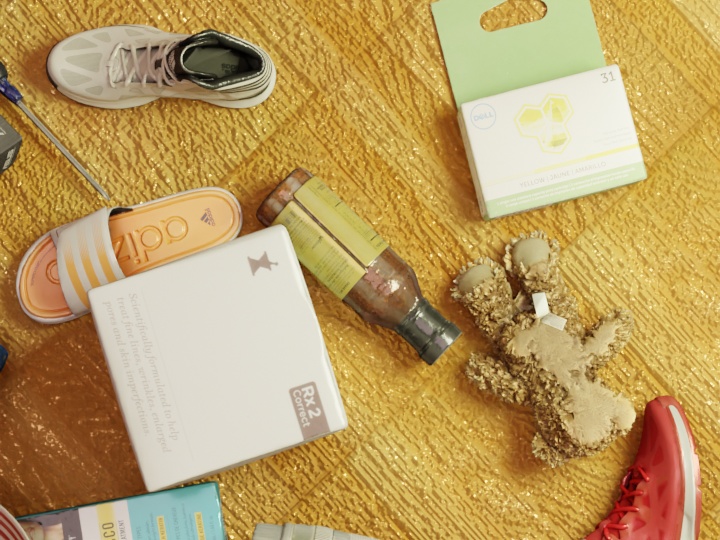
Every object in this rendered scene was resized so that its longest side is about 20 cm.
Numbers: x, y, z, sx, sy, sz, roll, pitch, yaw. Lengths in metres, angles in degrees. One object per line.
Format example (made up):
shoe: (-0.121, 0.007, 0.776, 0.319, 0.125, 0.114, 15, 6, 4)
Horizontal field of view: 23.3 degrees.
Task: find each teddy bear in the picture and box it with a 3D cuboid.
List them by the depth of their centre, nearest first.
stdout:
teddy bear: (0.158, 0.066, 1.490, 0.145, 0.067, 0.200, -43, 80, -10)

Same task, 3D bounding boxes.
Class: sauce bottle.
sauce bottle: (0.000, 0.000, 1.485, 0.066, 0.066, 0.200, -44, 87, -5)

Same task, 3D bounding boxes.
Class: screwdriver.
screwdriver: (-0.282, -0.136, 1.509, 0.200, 0.028, 0.029, 42, 56, 1)

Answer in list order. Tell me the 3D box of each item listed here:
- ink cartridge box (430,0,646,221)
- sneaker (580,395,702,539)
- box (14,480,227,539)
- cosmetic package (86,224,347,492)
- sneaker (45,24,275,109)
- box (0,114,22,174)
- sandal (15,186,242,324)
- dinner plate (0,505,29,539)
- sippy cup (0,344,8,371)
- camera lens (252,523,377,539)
ink cartridge box: (0.153, -0.157, 1.515, 0.144, 0.048, 0.202, -14, 87, -3)
sneaker: (0.223, 0.208, 1.466, 0.114, 0.078, 0.202, -2, 83, -3)
box: (-0.211, 0.234, 1.462, 0.198, 0.049, 0.083, -10, 85, -3)
cosmetic package: (-0.112, 0.075, 1.405, 0.164, 0.200, 0.166, -18, 85, -4)
sneaker: (-0.172, -0.182, 1.471, 0.199, 0.115, 0.076, 2, 84, -1)
box: (-0.407, -0.130, 1.453, 0.200, 0.048, 0.158, 45, 53, 4)
sandal: (-0.200, -0.024, 1.482, 0.205, 0.059, 0.080, -24, 85, -4)
dinner plate: (-0.327, 0.277, 1.431, 0.199, 0.024, 0.202, 1, 92, 29)
sippy cup: (-0.368, 0.076, 1.439, 0.130, 0.140, 0.178, 33, 125, -8)
camera lens: (-0.002, 0.295, 1.399, 0.198, 0.160, 0.161, 13, 84, 0)
